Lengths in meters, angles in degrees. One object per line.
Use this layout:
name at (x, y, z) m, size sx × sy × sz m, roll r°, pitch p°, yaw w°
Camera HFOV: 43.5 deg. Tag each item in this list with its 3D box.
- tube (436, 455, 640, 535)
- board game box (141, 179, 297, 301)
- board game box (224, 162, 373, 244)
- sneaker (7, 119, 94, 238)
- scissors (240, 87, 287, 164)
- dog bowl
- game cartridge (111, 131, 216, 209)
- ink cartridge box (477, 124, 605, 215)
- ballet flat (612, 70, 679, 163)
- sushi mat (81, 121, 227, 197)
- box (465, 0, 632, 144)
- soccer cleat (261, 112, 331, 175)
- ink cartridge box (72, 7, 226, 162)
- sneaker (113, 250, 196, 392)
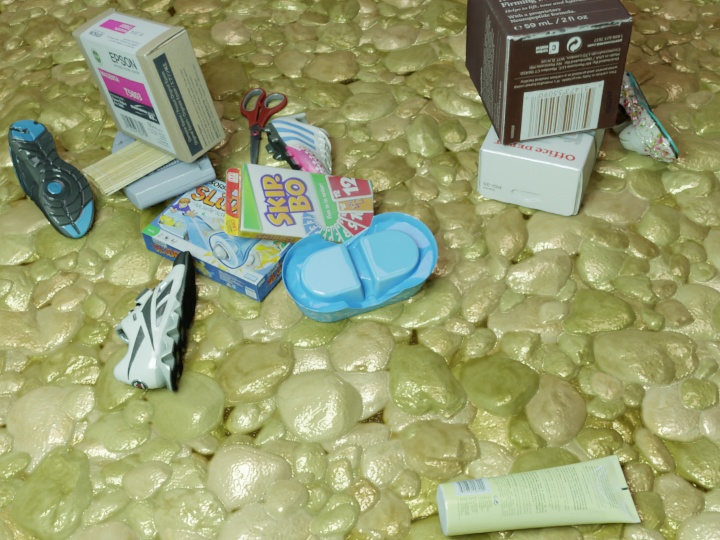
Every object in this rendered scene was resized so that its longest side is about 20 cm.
tube at (0.178, 0.233, 0.916) m, size 0.196 × 0.052 × 0.059 m, roll -6°, pitch 88°, yaw -5°
board game box at (-0.175, -0.048, 1.214) m, size 0.198 × 0.035 × 0.136 m, roll 22°, pitch 52°, yaw 24°
board game box at (-0.078, -0.083, 1.178) m, size 0.197 × 0.030 × 0.097 m, roll 5°, pitch 68°, yaw -16°
sneaker at (-0.439, -0.120, 1.289) m, size 0.072 × 0.082 × 0.201 m, roll -19°, pitch 66°, yaw -33°
scissors at (-0.167, -0.216, 1.388) m, size 0.072 × 0.014 × 0.202 m, roll 8°, pitch 49°, yaw 9°
dog bowl at (0.000, 0.000, 1.132) m, size 0.197 × 0.050 × 0.113 m, roll -17°, pitch 61°, yaw -10°
game cartridge at (-0.292, -0.163, 1.308) m, size 0.131 × 0.041 × 0.201 m, roll -20°, pitch 39°, yaw -9°
ink cartridge box at (0.261, -0.185, 1.268) m, size 0.144 × 0.084 × 0.201 m, roll 14°, pitch 50°, yaw 17°
ballet flat at (0.398, -0.211, 1.304) m, size 0.063 × 0.076 × 0.202 m, roll -30°, pitch 39°, yaw 19°
sushi mat at (-0.291, -0.171, 1.279) m, size 0.199 × 0.012 × 0.095 m, roll -33°, pitch 40°, yaw -18°
box at (0.242, -0.302, 1.208) m, size 0.163 × 0.166 × 0.202 m, roll -10°, pitch 45°, yaw -4°
soccer cleat at (-0.069, -0.165, 1.290) m, size 0.085 × 0.070 × 0.201 m, roll -24°, pitch 49°, yaw -16°
ink cartridge box at (-0.289, -0.255, 1.235) m, size 0.075 × 0.166 × 0.199 m, roll -40°, pitch 42°, yaw -25°
sneaker at (-0.252, 0.053, 1.101) m, size 0.087 × 0.075 × 0.202 m, roll 2°, pitch 47°, yaw 4°
